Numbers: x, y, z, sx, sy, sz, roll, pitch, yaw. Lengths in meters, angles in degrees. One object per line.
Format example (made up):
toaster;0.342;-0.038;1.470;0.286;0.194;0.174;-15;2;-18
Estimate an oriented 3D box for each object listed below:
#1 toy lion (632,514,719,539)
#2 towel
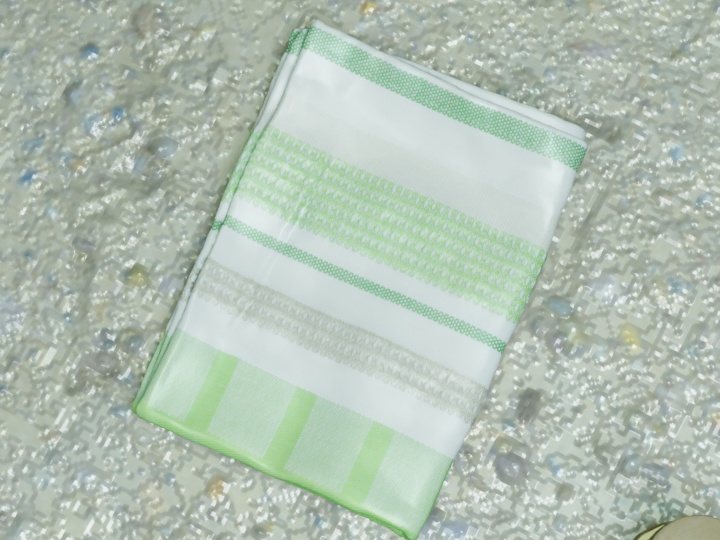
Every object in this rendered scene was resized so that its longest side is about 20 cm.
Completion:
toy lion;0.174;0.223;0.770;0.190;0.069;0.201;21;78;2
towel;0.000;0.000;0.849;0.148;0.031;0.201;22;79;10
